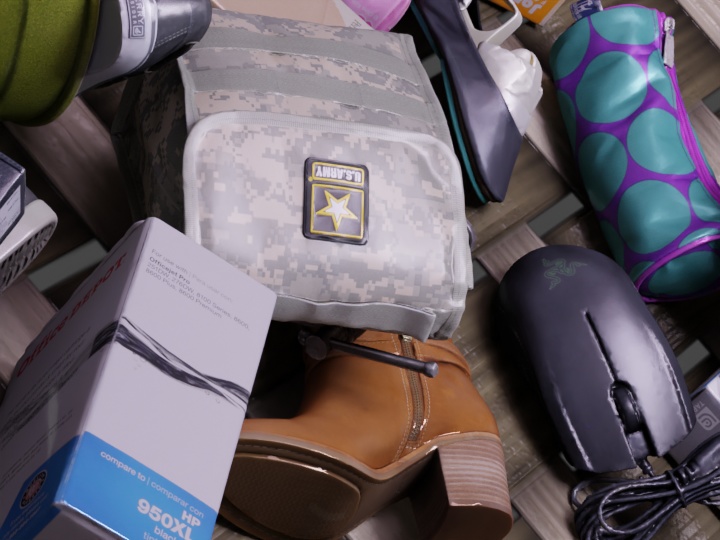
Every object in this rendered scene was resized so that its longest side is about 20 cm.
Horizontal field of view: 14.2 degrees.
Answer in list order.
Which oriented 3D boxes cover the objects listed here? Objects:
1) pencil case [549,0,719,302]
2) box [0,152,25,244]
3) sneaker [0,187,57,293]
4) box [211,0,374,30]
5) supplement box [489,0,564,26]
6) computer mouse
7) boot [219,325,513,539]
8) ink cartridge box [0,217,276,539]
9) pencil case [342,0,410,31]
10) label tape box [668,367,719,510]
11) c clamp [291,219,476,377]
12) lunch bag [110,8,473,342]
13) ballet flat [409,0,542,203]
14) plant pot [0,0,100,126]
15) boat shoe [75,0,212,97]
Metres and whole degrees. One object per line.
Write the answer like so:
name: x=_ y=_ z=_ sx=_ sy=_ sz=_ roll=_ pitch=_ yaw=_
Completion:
pencil case: x=0.187 y=-0.078 z=1.874 sx=0.085 sy=0.092 sz=0.201 roll=22 pitch=44 yaw=-49
box: x=-0.276 y=-0.007 z=1.361 sx=0.157 sy=0.051 sz=0.200 roll=32 pitch=64 yaw=10
sneaker: x=-0.253 y=0.002 z=1.439 sx=0.106 sy=0.075 sz=0.200 roll=41 pitch=51 yaw=7
box: x=-0.100 y=-0.165 z=1.715 sx=0.200 sy=0.078 sz=0.095 roll=41 pitch=39 yaw=-4
supplement box: x=0.124 y=-0.269 z=1.900 sx=0.126 sy=0.200 sz=0.074 roll=23 pitch=40 yaw=-22
computer mouse: x=0.151 y=0.058 z=1.720 sx=0.138 sy=0.053 sz=0.200 roll=-26 pitch=65 yaw=-11
boot: x=-0.012 y=0.071 z=1.593 sx=0.199 sy=0.077 sz=0.156 roll=6 pitch=45 yaw=-25
ink cartridge box: x=-0.127 y=0.094 z=1.414 sx=0.084 sy=0.145 sz=0.200 roll=32 pitch=42 yaw=-17
pencil case: x=-0.053 y=-0.215 z=1.797 sx=0.200 sy=0.087 sz=0.088 roll=37 pitch=40 yaw=-10
label tape box: x=0.294 y=0.132 z=1.806 sx=0.200 sy=0.063 sz=0.144 roll=48 pitch=39 yaw=5
c clamp: x=0.000 y=0.000 z=1.645 sx=0.170 sy=0.027 sz=0.200 roll=14 pitch=30 yaw=19
lunch bag: x=-0.036 y=-0.045 z=1.565 sx=0.163 sy=0.118 sz=0.200 roll=6 pitch=38 yaw=-21
ballet flat: x=0.075 y=-0.137 z=1.838 sx=0.073 sy=0.073 sz=0.201 roll=7 pitch=51 yaw=-36
plant pot: x=-0.264 y=-0.165 z=1.507 sx=0.192 sy=0.201 sz=0.201 roll=-8 pitch=61 yaw=-30
boat shoe: x=-0.144 y=-0.125 z=1.561 sx=0.056 sy=0.200 sz=0.069 roll=-8 pitch=92 yaw=-29
